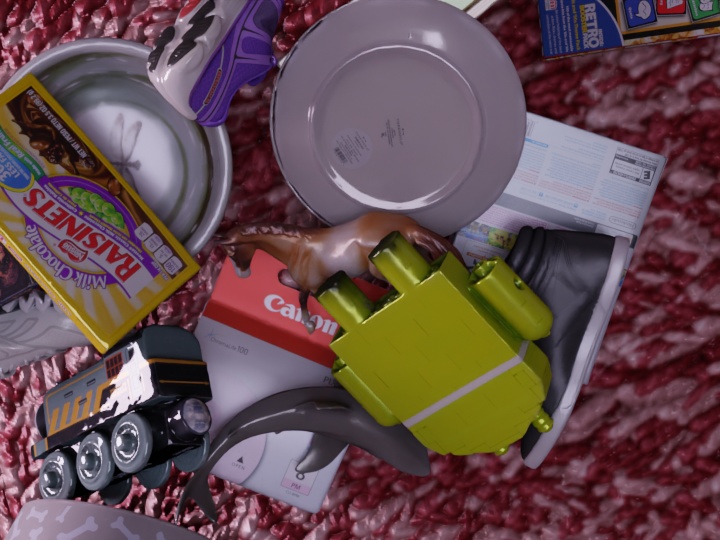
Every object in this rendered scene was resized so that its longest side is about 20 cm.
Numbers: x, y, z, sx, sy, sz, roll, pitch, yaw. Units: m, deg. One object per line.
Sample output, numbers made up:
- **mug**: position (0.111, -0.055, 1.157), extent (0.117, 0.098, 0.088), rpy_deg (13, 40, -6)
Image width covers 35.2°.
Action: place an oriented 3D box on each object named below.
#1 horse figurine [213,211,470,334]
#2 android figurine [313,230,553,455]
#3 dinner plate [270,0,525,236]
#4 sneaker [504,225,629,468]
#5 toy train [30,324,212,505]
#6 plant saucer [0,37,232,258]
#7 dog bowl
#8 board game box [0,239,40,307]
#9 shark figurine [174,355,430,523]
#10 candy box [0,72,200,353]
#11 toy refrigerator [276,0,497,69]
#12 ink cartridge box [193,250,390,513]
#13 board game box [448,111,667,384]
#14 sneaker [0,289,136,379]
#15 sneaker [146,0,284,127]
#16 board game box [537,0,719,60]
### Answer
- **horse figurine**: position (0.000, 0.000, 0.898), extent (0.200, 0.050, 0.133), rpy_deg (-7, 127, 23)
- **android figurine**: position (0.063, 0.064, 0.864), extent (0.200, 0.041, 0.182), rpy_deg (45, 125, -12)
- **dinner plate**: position (0.028, -0.111, 0.882), extent (0.200, 0.024, 0.200), rpy_deg (2, 111, 4)
- **sneaker**: position (0.136, 0.054, 0.907), extent (0.099, 0.071, 0.200), rpy_deg (18, 103, 8)
- **toy train**: position (-0.197, 0.123, 0.928), extent (0.200, 0.085, 0.114), rpy_deg (-28, 65, 37)
- **plant saucer**: position (-0.202, -0.086, 0.922), extent (0.200, 0.050, 0.200), rpy_deg (0, 99, -2)
- **dog bowl**: position (-0.199, 0.241, 0.932), extent (0.200, 0.200, 0.059), rpy_deg (13, 64, -3)
- **board game box**: position (-0.359, -0.008, 0.900), extent (0.200, 0.035, 0.136), rpy_deg (-27, 91, 13)
- **shark figurine**: position (-0.054, 0.127, 0.921), extent (0.214, 0.090, 0.128), rpy_deg (-11, 84, -10)
- **candy box**: position (-0.225, -0.044, 0.869), extent (0.102, 0.026, 0.200), rpy_deg (-44, 98, -22)
- **toy refrigerator**: position (0.033, -0.202, 0.923), extent (0.200, 0.070, 0.076), rpy_deg (-38, 98, 5)
- **ink cartridge box**: position (-0.073, 0.089, 0.977), extent (0.162, 0.057, 0.200), rpy_deg (22, 102, -4)
- **board game box**: position (0.150, -0.023, 0.956), extent (0.147, 0.064, 0.200), rpy_deg (18, 97, -3)
- **sneaker**: position (-0.286, 0.054, 0.948), extent (0.200, 0.075, 0.081), rpy_deg (4, 84, 5)
- **sneaker**: position (-0.093, -0.195, 0.900), extent (0.083, 0.081, 0.200), rpy_deg (51, 58, -37)
- **board game box**: position (0.236, -0.254, 0.892), extent (0.200, 0.046, 0.152), rpy_deg (-3, 100, 24)
